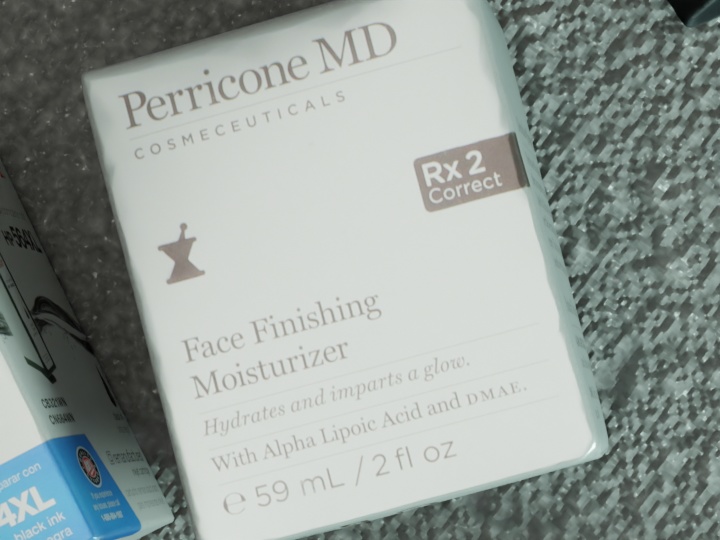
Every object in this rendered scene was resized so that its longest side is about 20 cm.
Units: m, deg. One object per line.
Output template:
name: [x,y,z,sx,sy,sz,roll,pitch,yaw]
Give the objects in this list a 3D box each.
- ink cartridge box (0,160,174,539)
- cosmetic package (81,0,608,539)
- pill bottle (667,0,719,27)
ink cartridge box: [-0.171,0.038,1.063,0.084,0.146,0.200,-27,85,7]
cosmetic package: [0.000,0.000,1.032,0.165,0.165,0.200,-16,85,6]
pill bottle: [0.121,-0.209,1.052,0.112,0.112,0.200,-31,85,5]
